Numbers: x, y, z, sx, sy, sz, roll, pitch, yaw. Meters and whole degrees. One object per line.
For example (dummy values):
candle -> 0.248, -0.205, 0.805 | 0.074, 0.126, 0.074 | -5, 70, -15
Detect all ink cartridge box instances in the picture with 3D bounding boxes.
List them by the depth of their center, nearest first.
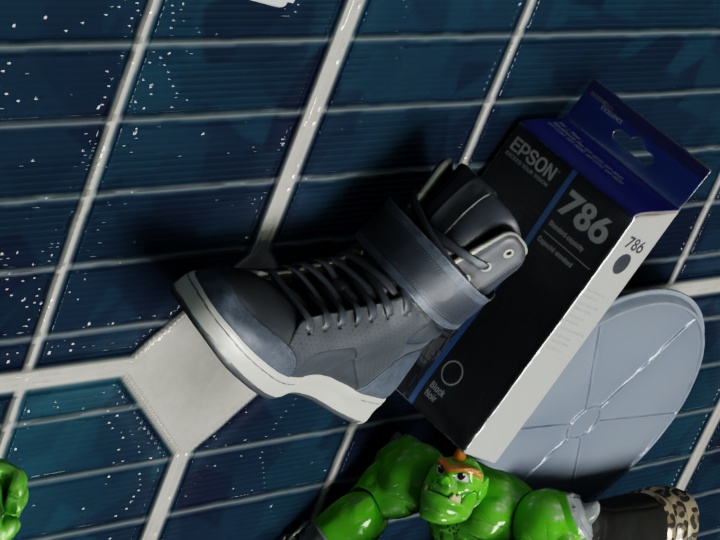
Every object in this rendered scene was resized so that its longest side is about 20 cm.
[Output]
ink cartridge box -> 0.091, -0.004, 1.338 | 0.200, 0.099, 0.039 | -55, 144, 8

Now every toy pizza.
toy pizza -> 0.128, 0.084, 1.521 | 0.200, 0.032, 0.200 | -28, 146, -22

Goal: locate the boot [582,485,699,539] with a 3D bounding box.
boot -> 0.115, 0.205, 1.567 | 0.150, 0.073, 0.200 | -5, 139, -43

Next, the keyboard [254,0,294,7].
keyboard -> -0.006, -0.209, 1.114 | 0.056, 0.011, 0.200 | 12, 114, -46

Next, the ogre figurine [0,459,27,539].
ogre figurine -> -0.234, 0.178, 1.155 | 0.200, 0.098, 0.120 | -43, 159, 12

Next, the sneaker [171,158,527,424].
sneaker -> -0.001, -0.001, 1.248 | 0.146, 0.077, 0.202 | -43, 157, 12

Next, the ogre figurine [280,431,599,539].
ogre figurine -> 0.050, 0.163, 1.398 | 0.098, 0.200, 0.120 | 33, 76, -38
